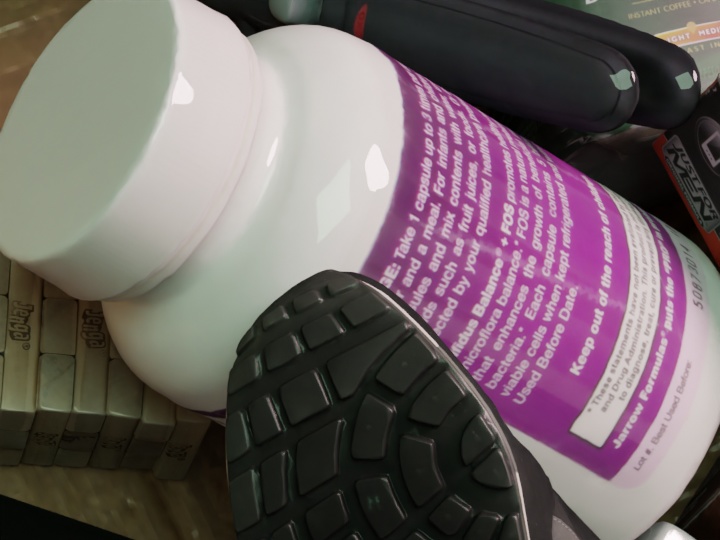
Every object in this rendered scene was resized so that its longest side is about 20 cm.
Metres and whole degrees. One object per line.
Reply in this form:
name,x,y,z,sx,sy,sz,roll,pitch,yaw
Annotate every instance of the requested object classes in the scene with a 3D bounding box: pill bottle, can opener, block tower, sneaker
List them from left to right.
block tower,-0.145,0.021,0.852,0.200,0.054,0.058,5,68,-10
pill bottle,0.000,0.000,0.816,0.200,0.112,0.112,29,62,-33
can opener,0.016,-0.076,0.871,0.063,0.079,0.200,-13,27,-34
sneaker,0.035,0.089,0.758,0.076,0.088,0.200,-30,90,17

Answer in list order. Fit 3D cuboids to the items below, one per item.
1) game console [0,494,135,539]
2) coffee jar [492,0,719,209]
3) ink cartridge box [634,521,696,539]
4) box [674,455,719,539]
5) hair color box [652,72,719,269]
game console,-0.085,0.166,0.791,0.200,0.116,0.176,17,34,20
coffee jar,0.073,-0.122,0.935,0.104,0.085,0.200,-12,71,-16
ink cartridge box,0.118,0.194,0.851,0.200,0.050,0.162,39,65,-10
box,0.189,0.028,0.907,0.100,0.075,0.200,35,68,4
hair color box,0.198,-0.041,0.860,0.200,0.061,0.102,-23,81,-20
